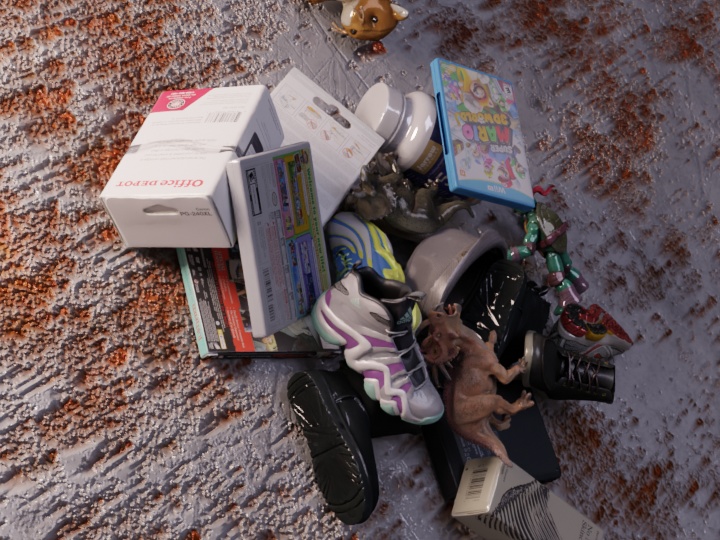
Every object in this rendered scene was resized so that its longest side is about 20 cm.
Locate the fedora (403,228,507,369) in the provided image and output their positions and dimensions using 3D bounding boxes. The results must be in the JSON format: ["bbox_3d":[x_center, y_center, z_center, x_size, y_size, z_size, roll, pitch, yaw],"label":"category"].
[{"bbox_3d":[0.107,0.019,1.750,0.090,0.178,0.200,30,65,23],"label":"fedora"}]

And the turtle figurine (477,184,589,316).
[{"bbox_3d":[0.255,-0.040,1.940,0.149,0.100,0.201,-36,95,-47],"label":"turtle figurine"}]

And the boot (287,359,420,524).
[{"bbox_3d":[0.011,0.189,1.590,0.161,0.073,0.200,-6,67,-46],"label":"boot"}]

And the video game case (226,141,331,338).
[{"bbox_3d":[-0.091,-0.040,1.566,0.182,0.022,0.202,-26,110,-63],"label":"video game case"}]

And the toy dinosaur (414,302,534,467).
[{"bbox_3d":[0.126,0.139,1.613,0.134,0.086,0.203,-5,85,-25],"label":"toy dinosaur"}]

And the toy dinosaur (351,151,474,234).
[{"bbox_3d":[0.057,-0.085,1.743,0.199,0.077,0.103,28,48,-30],"label":"toy dinosaur"}]

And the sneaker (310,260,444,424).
[{"bbox_3d":[0.045,0.075,1.538,0.200,0.140,0.078,44,39,2],"label":"sneaker"}]

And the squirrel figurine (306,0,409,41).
[{"bbox_3d":[0.004,-0.432,1.949,0.187,0.141,0.200,55,45,-7],"label":"squirrel figurine"}]

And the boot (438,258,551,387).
[{"bbox_3d":[0.181,0.088,1.772,0.200,0.073,0.163,-62,155,-10],"label":"boot"}]

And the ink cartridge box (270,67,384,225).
[{"bbox_3d":[-0.079,-0.148,1.732,0.162,0.057,0.200,39,45,-4],"label":"ink cartridge box"}]

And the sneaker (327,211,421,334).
[{"bbox_3d":[0.000,0.000,1.672,0.105,0.076,0.201,12,38,-54],"label":"sneaker"}]

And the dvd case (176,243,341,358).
[{"bbox_3d":[-0.120,0.037,1.618,0.198,0.022,0.147,1,63,-39],"label":"dvd case"}]

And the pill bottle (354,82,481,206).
[{"bbox_3d":[0.092,-0.178,1.866,0.199,0.120,0.121,23,50,-27],"label":"pill bottle"}]

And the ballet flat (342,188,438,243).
[{"bbox_3d":[0.057,-0.051,1.810,0.199,0.067,0.047,25,91,-29],"label":"ballet flat"}]

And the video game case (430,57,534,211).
[{"bbox_3d":[0.167,-0.185,1.834,0.142,0.018,0.202,12,60,-35],"label":"video game case"}]

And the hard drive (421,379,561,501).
[{"bbox_3d":[0.166,0.215,1.738,0.199,0.033,0.141,-1,64,-41],"label":"hard drive"}]

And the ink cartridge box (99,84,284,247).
[{"bbox_3d":[-0.191,-0.120,1.560,0.201,0.144,0.084,-69,150,-41],"label":"ink cartridge box"}]

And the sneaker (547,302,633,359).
[{"bbox_3d":[0.322,0.097,1.928,0.199,0.082,0.078,11,34,-53],"label":"sneaker"}]

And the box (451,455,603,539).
[{"bbox_3d":[0.208,0.312,1.660,0.199,0.068,0.083,37,56,-27],"label":"box"}]

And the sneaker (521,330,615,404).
[{"bbox_3d":[0.276,0.127,1.771,0.200,0.105,0.076,36,59,-66],"label":"sneaker"}]
